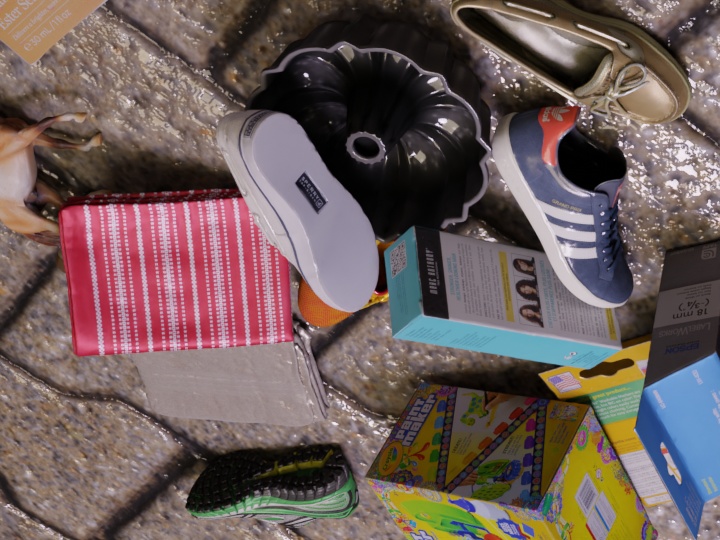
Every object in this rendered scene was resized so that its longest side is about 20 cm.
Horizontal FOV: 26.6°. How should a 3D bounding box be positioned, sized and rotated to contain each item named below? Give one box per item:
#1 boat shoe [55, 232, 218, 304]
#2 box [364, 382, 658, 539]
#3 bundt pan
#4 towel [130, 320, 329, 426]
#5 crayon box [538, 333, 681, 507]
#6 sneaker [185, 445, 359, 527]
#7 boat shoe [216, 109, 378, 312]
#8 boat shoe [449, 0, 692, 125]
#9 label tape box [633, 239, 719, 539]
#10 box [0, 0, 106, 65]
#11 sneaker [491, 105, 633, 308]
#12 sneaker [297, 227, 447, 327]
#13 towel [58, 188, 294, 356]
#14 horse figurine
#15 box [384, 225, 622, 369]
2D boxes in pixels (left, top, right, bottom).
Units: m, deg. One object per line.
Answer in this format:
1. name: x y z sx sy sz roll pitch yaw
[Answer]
1. boat shoe: -0.171 -0.019 1.379 0.200 0.072 0.072 11 104 -14
2. box: 0.145 0.223 1.438 0.193 0.122 0.200 5 140 40
3. bundt pan: 0.012 -0.120 1.215 0.202 0.076 0.202 10 136 10
4. towel: -0.134 0.097 1.516 0.200 0.034 0.133 3 133 19
5. crayon box: 0.269 0.125 1.384 0.126 0.052 0.200 -20 125 34
6. sneaker: -0.096 0.245 1.615 0.200 0.078 0.085 -6 131 24
7. boat shoe: -0.053 -0.048 1.218 0.070 0.071 0.200 16 149 46
8. boat shoe: 0.156 -0.160 1.133 0.201 0.063 0.073 33 135 -13
9. label tape box: 0.288 0.096 1.240 0.063 0.200 0.144 -12 128 29
10. box: -0.261 -0.282 1.132 0.200 0.106 0.152 41 133 -21
11. sneaker: 0.187 -0.050 1.224 0.084 0.075 0.200 -16 127 33
12. sneaker: 0.000 0.000 1.340 0.073 0.077 0.200 32 137 -15
13. towel: -0.160 0.002 1.340 0.200 0.022 0.145 -3 103 -7
14. horse figurine: -0.295 -0.087 1.379 0.132 0.050 0.200 2 131 8
15. box: 0.119 0.025 1.259 0.200 0.082 0.049 11 149 -28
